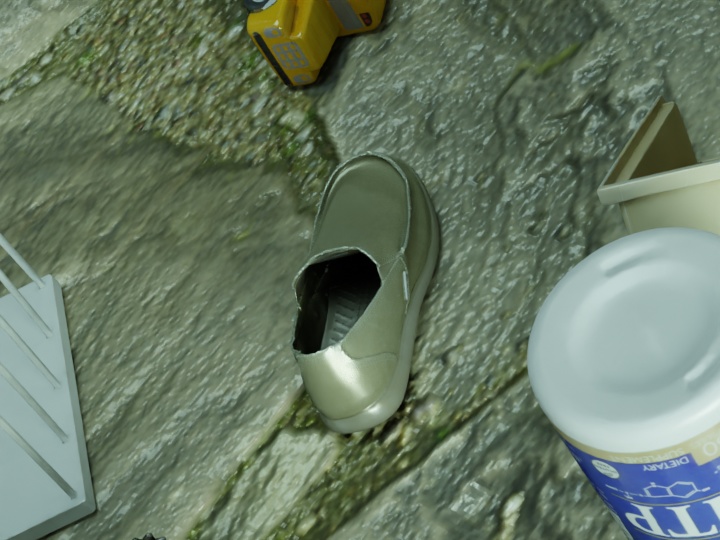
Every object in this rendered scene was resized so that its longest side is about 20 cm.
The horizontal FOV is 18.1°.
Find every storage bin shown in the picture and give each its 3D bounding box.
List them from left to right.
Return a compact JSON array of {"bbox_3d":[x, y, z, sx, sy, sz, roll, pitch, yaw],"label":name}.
[{"bbox_3d":[0.249,-0.051,1.173,0.200,0.094,0.199,-13,16,22],"label":"storage bin"}]

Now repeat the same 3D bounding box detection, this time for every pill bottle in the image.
[{"bbox_3d":[0.169,0.083,1.089,0.119,0.200,0.120,-17,48,19],"label":"pill bottle"}]

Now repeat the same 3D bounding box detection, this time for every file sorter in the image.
[{"bbox_3d":[-0.267,0.072,1.415,0.139,0.125,0.200,-26,45,10],"label":"file sorter"}]

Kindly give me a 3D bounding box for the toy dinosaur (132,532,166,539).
[{"bbox_3d":[-0.127,0.215,1.249,0.200,0.077,0.102,-21,39,11],"label":"toy dinosaur"}]

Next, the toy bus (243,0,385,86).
[{"bbox_3d":[-0.019,-0.223,1.553,0.078,0.065,0.200,-6,51,25],"label":"toy bus"}]

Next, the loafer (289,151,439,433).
[{"bbox_3d":[0.000,0.000,1.353,0.076,0.068,0.200,-14,49,21],"label":"loafer"}]
